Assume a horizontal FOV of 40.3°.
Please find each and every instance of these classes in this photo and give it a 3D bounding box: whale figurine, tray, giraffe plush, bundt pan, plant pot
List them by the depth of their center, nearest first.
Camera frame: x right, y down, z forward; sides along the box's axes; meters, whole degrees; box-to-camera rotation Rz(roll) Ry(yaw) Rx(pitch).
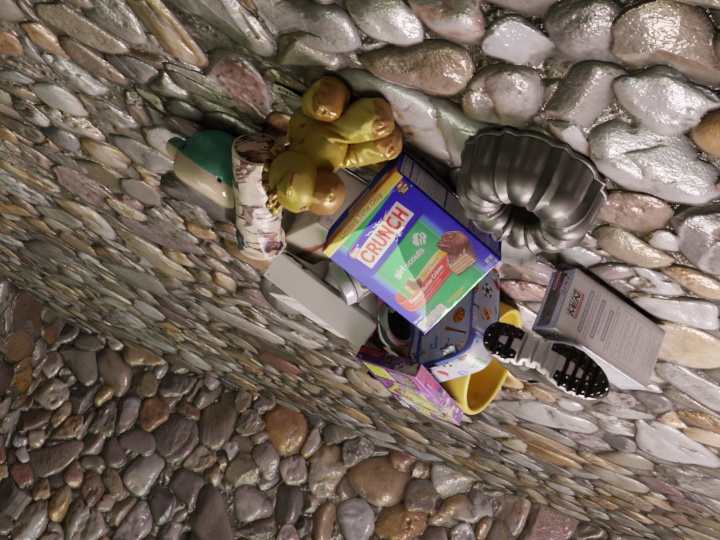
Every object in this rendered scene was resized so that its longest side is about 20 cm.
[{"bbox_3d":[0.209,-0.089,1.248,0.199,0.077,0.203,21,159,8],"label":"bundt pan"},{"bbox_3d":[-0.059,-0.147,1.301,0.197,0.164,0.173,17,161,19],"label":"giraffe plush"},{"bbox_3d":[0.206,-0.055,1.446,0.106,0.022,0.201,18,161,18],"label":"tray"},{"bbox_3d":[-0.239,-0.179,1.593,0.158,0.105,0.200,33,-175,-23],"label":"whale figurine"},{"bbox_3d":[0.159,0.123,1.740,0.187,0.202,0.201,26,165,28],"label":"plant pot"}]

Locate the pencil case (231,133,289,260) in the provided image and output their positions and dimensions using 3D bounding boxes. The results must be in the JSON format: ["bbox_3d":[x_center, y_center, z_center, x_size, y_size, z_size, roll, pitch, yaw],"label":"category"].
[{"bbox_3d":[-0.152,-0.111,1.514,0.088,0.078,0.202,-8,132,-14],"label":"pencil case"}]

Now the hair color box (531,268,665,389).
[{"bbox_3d":[0.365,0.092,1.498,0.198,0.100,0.060,32,162,-22],"label":"hair color box"}]

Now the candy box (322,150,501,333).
[{"bbox_3d":[0.074,-0.038,1.389,0.199,0.077,0.169,38,117,-12],"label":"candy box"}]

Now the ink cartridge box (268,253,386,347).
[{"bbox_3d":[-0.045,0.053,1.775,0.199,0.085,0.143,34,163,-38],"label":"ink cartridge box"}]

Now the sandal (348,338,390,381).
[{"bbox_3d":[0.040,0.173,1.739,0.199,0.055,0.082,33,169,38],"label":"sandal"}]

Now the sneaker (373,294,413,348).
[{"bbox_3d":[0.055,0.032,1.651,0.069,0.204,0.082,-17,-173,-17],"label":"sneaker"}]

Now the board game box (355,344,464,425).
[{"bbox_3d":[0.083,0.188,1.602,0.119,0.033,0.200,20,161,35],"label":"board game box"}]

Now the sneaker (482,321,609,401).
[{"bbox_3d":[0.277,0.140,1.462,0.197,0.067,0.091,24,166,18],"label":"sneaker"}]

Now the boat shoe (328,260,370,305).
[{"bbox_3d":[0.002,0.004,1.550,0.076,0.085,0.202,64,-179,0],"label":"boat shoe"}]

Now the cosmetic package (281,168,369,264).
[{"bbox_3d":[-0.056,-0.084,1.576,0.086,0.105,0.199,28,163,-18],"label":"cosmetic package"}]

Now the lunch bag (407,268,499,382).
[{"bbox_3d":[0.146,0.081,1.589,0.075,0.203,0.159,33,145,-32],"label":"lunch bag"}]

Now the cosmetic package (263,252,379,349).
[{"bbox_3d":[-0.061,0.046,1.613,0.199,0.051,0.083,37,-174,2],"label":"cosmetic package"}]
